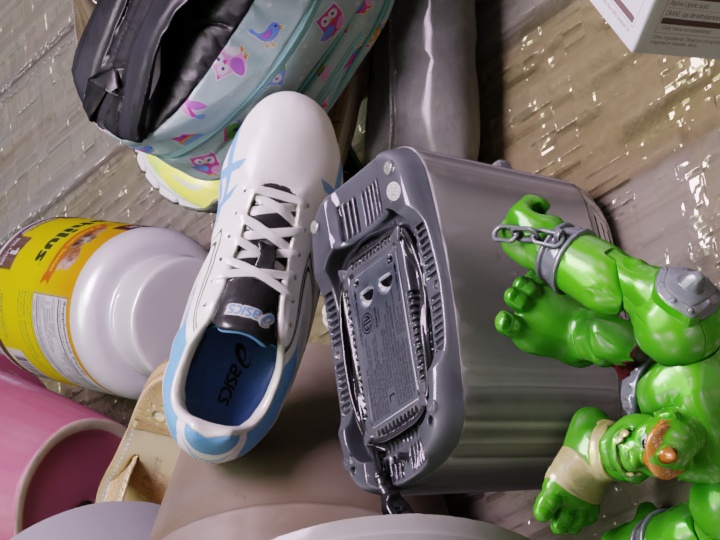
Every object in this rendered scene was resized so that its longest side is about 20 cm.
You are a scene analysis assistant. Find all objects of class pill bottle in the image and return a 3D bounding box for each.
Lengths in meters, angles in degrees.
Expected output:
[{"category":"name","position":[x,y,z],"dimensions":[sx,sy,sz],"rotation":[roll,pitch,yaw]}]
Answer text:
[{"category":"pill bottle","position":[-0.155,0.024,1.880],"dimensions":[0.200,0.109,0.109],"rotation":[8,94,59]}]

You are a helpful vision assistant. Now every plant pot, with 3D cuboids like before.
[{"category":"plant pot","position":[-0.032,0.142,1.610],"dimensions":[0.200,0.200,0.174],"rotation":[127,151,-44]},{"category":"plant pot","position":[-0.236,0.152,1.951],"dimensions":[0.179,0.200,0.200],"rotation":[3,90,44]}]

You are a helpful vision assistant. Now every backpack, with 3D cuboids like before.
[{"category":"backpack","position":[-0.064,-0.145,1.594],"dimensions":[0.200,0.126,0.167],"rotation":[-60,33,12]}]

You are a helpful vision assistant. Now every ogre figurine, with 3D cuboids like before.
[{"category":"ogre figurine","position":[0.135,0.061,1.391],"dimensions":[0.120,0.098,0.200],"rotation":[1,97,50]}]

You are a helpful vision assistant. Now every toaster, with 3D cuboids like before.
[{"category":"toaster","position":[0.060,0.036,1.493],"dimensions":[0.114,0.129,0.200],"rotation":[-39,54,53]}]

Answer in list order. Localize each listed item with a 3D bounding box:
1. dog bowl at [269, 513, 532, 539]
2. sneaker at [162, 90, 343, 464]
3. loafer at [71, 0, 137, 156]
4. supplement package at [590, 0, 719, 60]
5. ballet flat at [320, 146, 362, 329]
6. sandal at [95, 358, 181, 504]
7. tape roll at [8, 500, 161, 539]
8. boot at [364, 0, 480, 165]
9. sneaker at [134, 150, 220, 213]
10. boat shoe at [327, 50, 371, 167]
[{"category":"dog bowl","position":[0.011,0.197,1.481],"dimensions":[0.200,0.200,0.059],"rotation":[-51,35,45]},{"category":"sneaker","position":[-0.051,0.003,1.531],"dimensions":[0.072,0.072,0.200],"rotation":[157,128,-79]},{"category":"loafer","position":[-0.150,-0.146,1.917],"dimensions":[0.067,0.076,0.200],"rotation":[112,151,-45]},{"category":"supplement package","position":[0.159,-0.190,1.315],"dimensions":[0.200,0.156,0.111],"rotation":[58,136,44]},{"category":"ballet flat","position":[0.000,0.000,1.650],"dimensions":[0.200,0.075,0.068],"rotation":[54,169,47]},{"category":"sandal","position":[-0.131,0.149,1.814],"dimensions":[0.070,0.078,0.212],"rotation":[-66,-6,-47]},{"category":"tape roll","position":[-0.155,0.238,1.776],"dimensions":[0.066,0.200,0.201],"rotation":[49,129,48]},{"category":"boot","position":[0.047,-0.152,1.589],"dimensions":[0.182,0.072,0.200],"rotation":[164,113,-72]},{"category":"sneaker","position":[-0.099,-0.121,1.800],"dimensions":[0.090,0.078,0.200],"rotation":[106,155,-48]},{"category":"boat shoe","position":[-0.017,-0.126,1.685],"dimensions":[0.074,0.069,0.200],"rotation":[-4,70,32]}]
